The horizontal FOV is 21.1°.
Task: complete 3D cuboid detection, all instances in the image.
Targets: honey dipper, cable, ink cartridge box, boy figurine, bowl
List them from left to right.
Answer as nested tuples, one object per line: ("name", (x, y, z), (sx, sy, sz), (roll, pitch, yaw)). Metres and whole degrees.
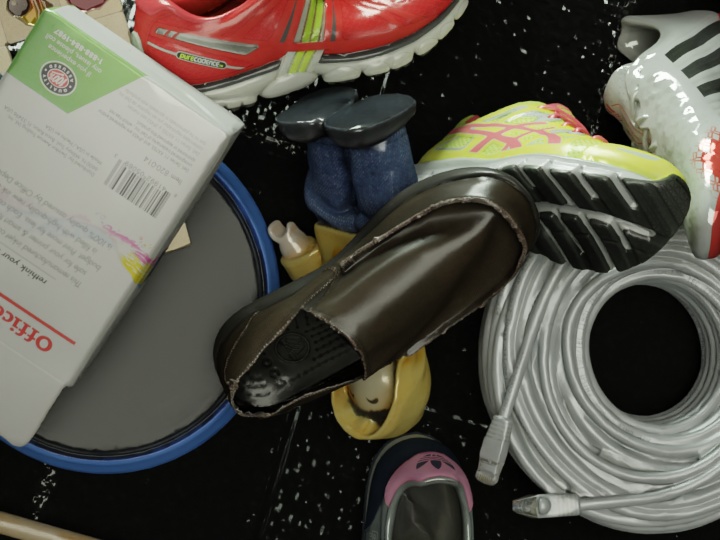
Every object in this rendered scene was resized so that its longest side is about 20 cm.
("ink cartridge box", (-0.163, -0.023, 1.011), (0.117, 0.067, 0.201), (34, 99, -4))
("honey dipper", (-0.174, 0.150, 1.083), (0.198, 0.038, 0.038), (18, 87, -10))
("bowl", (-0.143, 0.014, 1.084), (0.198, 0.039, 0.203), (0, 89, -7))
("boy figurine", (0.000, 0.000, 1.069), (0.064, 0.123, 0.202), (-34, 127, -45))
("cable", (0.166, 0.049, 1.104), (0.198, 0.069, 0.202), (9, 86, -7))

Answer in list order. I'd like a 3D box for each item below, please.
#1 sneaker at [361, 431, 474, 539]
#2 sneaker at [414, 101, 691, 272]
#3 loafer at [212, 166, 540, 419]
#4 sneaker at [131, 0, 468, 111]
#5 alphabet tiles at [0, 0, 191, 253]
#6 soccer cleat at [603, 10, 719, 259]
("sneaker", (0.031, 0.195, 1.078), (0.069, 0.082, 0.202), (-3, 92, -8))
("sneaker", (0.102, -0.058, 1.047), (0.091, 0.199, 0.078), (-52, 125, -25))
("loafer", (0.009, 0.023, 0.996), (0.199, 0.072, 0.073), (-35, 111, 19))
("sneaker", (-0.030, -0.148, 1.053), (0.198, 0.077, 0.086), (-20, 122, -16))
("alphabet tiles", (-0.210, -0.066, 1.056), (0.198, 0.008, 0.169), (-17, 91, -6))
("soccer cleat", (0.175, -0.078, 1.066), (0.084, 0.201, 0.069), (8, 133, 4))
